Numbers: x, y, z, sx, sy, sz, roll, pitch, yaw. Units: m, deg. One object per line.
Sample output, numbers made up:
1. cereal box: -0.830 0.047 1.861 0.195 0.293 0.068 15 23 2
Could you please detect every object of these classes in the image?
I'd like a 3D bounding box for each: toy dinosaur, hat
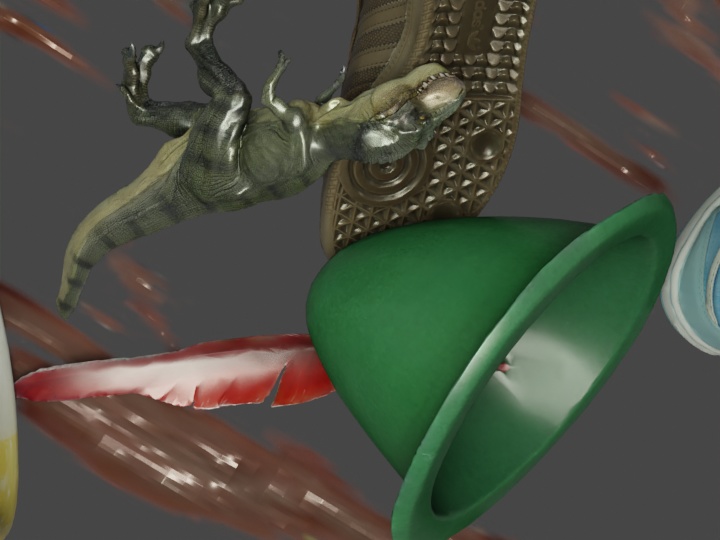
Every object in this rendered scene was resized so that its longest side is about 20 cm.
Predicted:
1. toy dinosaur: -0.059 -0.056 0.958 0.200 0.047 0.088 -24 81 29
2. hat: 0.000 0.000 0.987 0.176 0.200 0.166 37 137 20

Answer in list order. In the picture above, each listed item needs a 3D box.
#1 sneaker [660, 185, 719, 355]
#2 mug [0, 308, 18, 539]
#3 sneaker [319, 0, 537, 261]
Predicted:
1. sneaker: 0.207 -0.042 0.985 0.079 0.131 0.200 32 93 -11
2. mug: -0.218 0.054 0.920 0.153 0.187 0.150 -9 140 1
3. sneaker: 0.029 -0.093 0.987 0.070 0.076 0.200 10 119 -20
